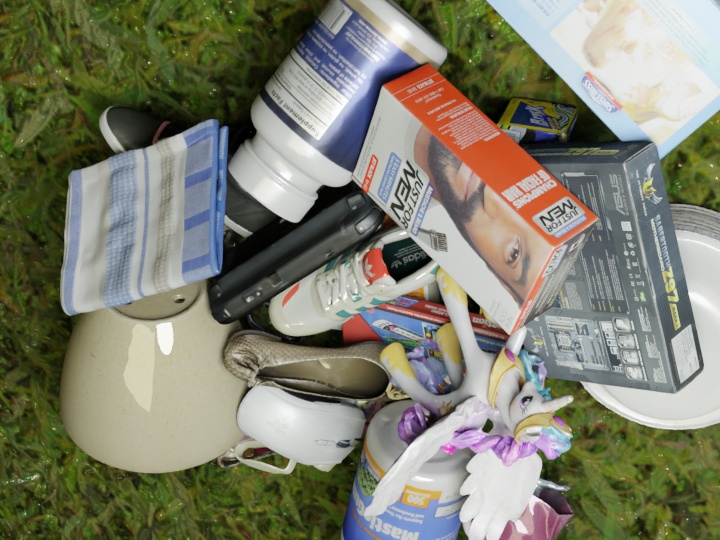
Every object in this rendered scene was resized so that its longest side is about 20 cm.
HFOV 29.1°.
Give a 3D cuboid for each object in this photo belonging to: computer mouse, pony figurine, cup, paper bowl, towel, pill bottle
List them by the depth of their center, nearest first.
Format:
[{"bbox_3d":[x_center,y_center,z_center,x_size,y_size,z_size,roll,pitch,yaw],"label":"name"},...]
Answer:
[{"bbox_3d":[0.090,0.121,1.179,0.165,0.201,0.194,14,122,-37],"label":"pony figurine"},{"bbox_3d":[-0.025,-0.144,1.202,0.111,0.111,0.201,38,102,-4],"label":"pill bottle"},{"bbox_3d":[0.278,0.051,1.240,0.198,0.105,0.203,7,116,15],"label":"paper bowl"},{"bbox_3d":[-0.197,-0.046,1.244,0.198,0.024,0.149,-14,67,36],"label":"towel"},{"bbox_3d":[-0.195,0.070,1.329,0.197,0.201,0.145,12,131,11],"label":"cup"},{"bbox_3d":[0.041,0.234,1.330,0.111,0.112,0.202,18,124,8],"label":"pill bottle"},{"bbox_3d":[-0.031,0.163,1.348,0.198,0.044,0.110,20,108,-34],"label":"computer mouse"},{"bbox_3d":[-0.123,-0.001,1.388,0.058,0.034,0.200,-37,106,12],"label":"computer mouse"}]

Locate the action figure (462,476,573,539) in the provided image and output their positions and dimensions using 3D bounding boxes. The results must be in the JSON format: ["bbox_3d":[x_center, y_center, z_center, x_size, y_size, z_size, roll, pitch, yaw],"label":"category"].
[{"bbox_3d":[0.130,0.290,1.370,0.147,0.134,0.202,17,98,-24],"label":"action figure"}]

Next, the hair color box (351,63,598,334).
[{"bbox_3d":[0.088,-0.059,1.135,0.200,0.064,0.112,44,141,21],"label":"hair color box"}]

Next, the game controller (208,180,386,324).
[{"bbox_3d":[-0.057,-0.026,1.259,0.199,0.105,0.042,-31,111,22],"label":"game controller"}]

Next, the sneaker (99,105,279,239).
[{"bbox_3d":[-0.145,-0.115,1.300,0.199,0.071,0.099,32,137,-8],"label":"sneaker"}]

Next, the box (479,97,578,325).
[{"bbox_3d":[0.150,-0.047,1.250,0.063,0.070,0.203,10,118,14],"label":"box"}]

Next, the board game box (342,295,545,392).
[{"bbox_3d":[0.077,0.075,1.302,0.197,0.020,0.104,14,138,16],"label":"board game box"}]

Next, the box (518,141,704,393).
[{"bbox_3d":[0.189,-0.004,1.146,0.157,0.051,0.202,3,115,48],"label":"box"}]

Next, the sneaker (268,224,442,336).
[{"bbox_3d":[0.001,0.000,1.234,0.197,0.093,0.071,-21,81,10],"label":"sneaker"}]

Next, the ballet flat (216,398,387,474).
[{"bbox_3d":[-0.062,0.173,1.424,0.197,0.072,0.069,-11,146,23],"label":"ballet flat"}]

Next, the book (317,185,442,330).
[{"bbox_3d":[0.005,-0.038,1.317,0.132,0.048,0.203,4,116,18],"label":"book"}]

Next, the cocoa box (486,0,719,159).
[{"bbox_3d":[0.217,-0.212,1.110,0.200,0.131,0.133,44,120,-7],"label":"cocoa box"}]

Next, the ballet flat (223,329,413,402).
[{"bbox_3d":[-0.030,0.096,1.288,0.197,0.047,0.068,10,121,-12],"label":"ballet flat"}]
